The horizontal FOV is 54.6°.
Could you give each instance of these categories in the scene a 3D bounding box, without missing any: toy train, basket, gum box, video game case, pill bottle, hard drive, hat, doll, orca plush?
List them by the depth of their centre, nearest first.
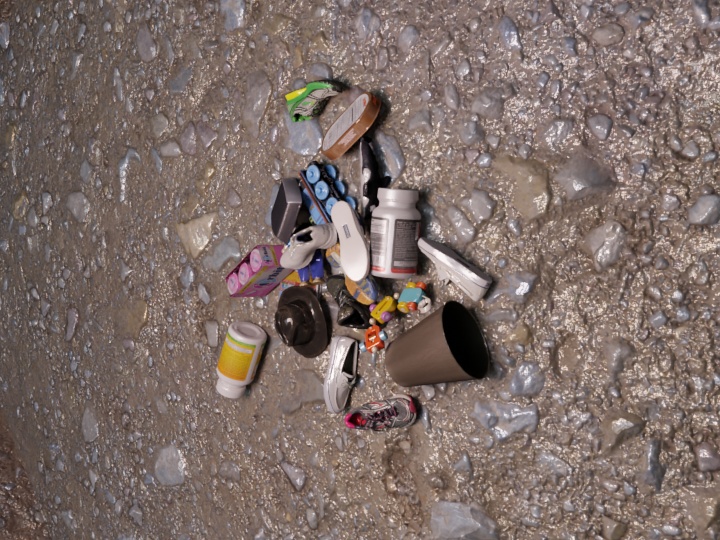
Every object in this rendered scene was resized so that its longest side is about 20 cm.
[{"bbox_3d":[0.161,0.184,1.560,0.200,0.136,0.181,-29,87,41],"label":"basket"},{"bbox_3d":[0.087,0.114,1.615,0.199,0.056,0.151,-34,34,16],"label":"toy train"},{"bbox_3d":[0.081,-0.087,1.618,0.115,0.116,0.201,10,98,38],"label":"pill bottle"},{"bbox_3d":[0.036,-0.227,1.700,0.105,0.071,0.201,111,157,-77],"label":"orca plush"},{"bbox_3d":[-0.093,-0.182,1.778,0.114,0.086,0.201,-48,64,37],"label":"toy train"},{"bbox_3d":[-0.143,-0.059,1.819,0.136,0.048,0.201,-12,77,23],"label":"doll"},{"bbox_3d":[-0.196,-0.161,1.820,0.200,0.042,0.136,-112,40,-63],"label":"hard drive"},{"bbox_3d":[-0.175,0.145,1.843,0.200,0.081,0.202,15,114,36],"label":"hat"},{"bbox_3d":[-0.162,0.024,1.886,0.142,0.017,0.201,11,99,38],"label":"video game case"},{"bbox_3d":[-0.274,0.006,1.898,0.200,0.113,0.066,-39,62,42],"label":"gum box"},{"bbox_3d":[-0.346,0.257,1.989,0.111,0.111,0.201,32,112,33],"label":"pill bottle"}]

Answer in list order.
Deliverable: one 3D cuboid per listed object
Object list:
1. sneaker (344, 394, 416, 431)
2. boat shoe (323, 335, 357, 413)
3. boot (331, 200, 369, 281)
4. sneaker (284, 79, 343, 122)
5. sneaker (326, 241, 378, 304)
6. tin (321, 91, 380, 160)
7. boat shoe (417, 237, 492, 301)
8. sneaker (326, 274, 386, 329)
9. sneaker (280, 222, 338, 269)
[{"bbox_3d":[0.051,0.355,1.693,0.199,0.074,0.081,-24,78,37],"label":"sneaker"},{"bbox_3d":[-0.046,0.267,1.766,0.067,0.073,0.201,5,94,42],"label":"boat shoe"},{"bbox_3d":[-0.008,-0.064,1.648,0.072,0.090,0.201,-19,71,20],"label":"boot"},{"bbox_3d":[-0.112,-0.435,1.794,0.199,0.078,0.086,-10,93,48],"label":"sneaker"},{"bbox_3d":[0.000,0.000,1.703,0.075,0.088,0.200,-54,54,29],"label":"sneaker"},{"bbox_3d":[-0.027,-0.352,1.707,0.200,0.042,0.112,-40,37,33],"label":"tin"},{"bbox_3d":[0.199,-0.001,1.559,0.200,0.071,0.070,36,111,25],"label":"boat shoe"},{"bbox_3d":[-0.034,0.076,1.724,0.199,0.114,0.076,45,117,30],"label":"sneaker"},{"bbox_3d":[-0.144,-0.065,1.731,0.200,0.087,0.075,-36,62,39],"label":"sneaker"}]
